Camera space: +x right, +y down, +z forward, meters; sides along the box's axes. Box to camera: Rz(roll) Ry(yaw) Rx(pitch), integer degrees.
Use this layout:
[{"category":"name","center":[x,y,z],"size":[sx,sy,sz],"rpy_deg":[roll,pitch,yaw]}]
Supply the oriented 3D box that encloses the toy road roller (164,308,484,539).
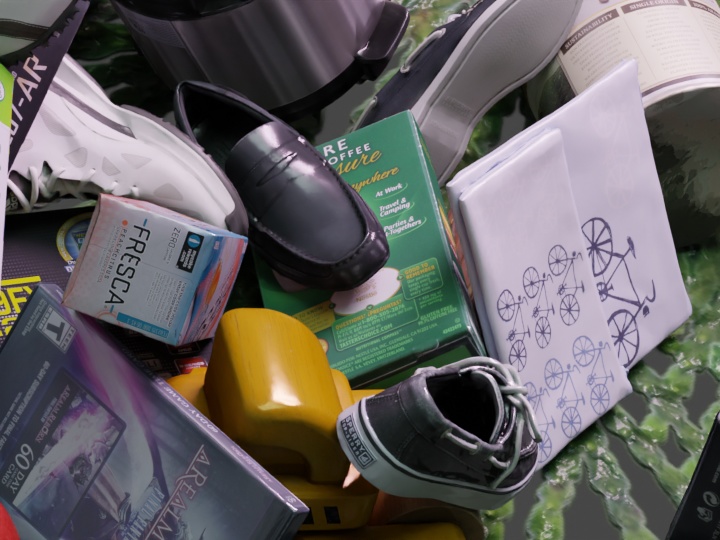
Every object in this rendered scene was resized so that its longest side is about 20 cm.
[{"category":"toy road roller","center":[-0.026,0.099,1.486],"size":[0.200,0.146,0.123],"rpy_deg":[0,44,-18]}]

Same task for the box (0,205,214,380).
[{"category":"box","center":[-0.193,0.036,1.577],"size":[0.200,0.044,0.160],"rpy_deg":[-6,46,-24]}]

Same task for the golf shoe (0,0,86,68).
[{"category":"golf shoe","center":[-0.238,-0.152,1.504],"size":[0.200,0.094,0.078],"rpy_deg":[-25,52,16]}]

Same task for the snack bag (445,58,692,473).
[{"category":"snack bag","center":[0.134,-0.006,1.637],"size":[0.021,0.189,0.200],"rpy_deg":[3,27,41]}]

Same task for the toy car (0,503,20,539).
[{"category":"toy car","center":[-0.254,0.117,1.340],"size":[0.177,0.200,0.184],"rpy_deg":[-10,48,-16]}]

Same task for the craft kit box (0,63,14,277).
[{"category":"craft kit box","center":[-0.283,-0.010,1.468],"size":[0.200,0.049,0.198],"rpy_deg":[-21,45,22]}]

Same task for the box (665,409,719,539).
[{"category":"box","center":[0.316,0.119,1.598],"size":[0.200,0.118,0.197],"rpy_deg":[29,42,15]}]

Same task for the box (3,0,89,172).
[{"category":"box","center":[-0.273,-0.109,1.591],"size":[0.200,0.044,0.160],"rpy_deg":[11,70,37]}]

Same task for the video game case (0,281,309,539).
[{"category":"video game case","center":[-0.134,0.121,1.436],"size":[0.200,0.143,0.019],"rpy_deg":[40,19,25]}]

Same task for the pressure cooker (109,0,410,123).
[{"category":"pressure cooker","center":[-0.075,-0.191,1.757],"size":[0.178,0.200,0.176],"rpy_deg":[-26,56,4]}]

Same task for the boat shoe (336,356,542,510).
[{"category":"boat shoe","center":[0.060,0.081,1.475],"size":[0.199,0.068,0.074],"rpy_deg":[16,42,-59]}]

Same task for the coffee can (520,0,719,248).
[{"category":"coffee can","center":[0.180,-0.133,1.807],"size":[0.146,0.147,0.200],"rpy_deg":[-2,45,-20]}]

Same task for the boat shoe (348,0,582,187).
[{"category":"boat shoe","center":[0.063,-0.132,1.750],"size":[0.076,0.200,0.060],"rpy_deg":[40,4,-46]}]

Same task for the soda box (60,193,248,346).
[{"category":"soda box","center":[-0.109,0.000,1.480],"size":[0.068,0.064,0.200],"rpy_deg":[19,2,3]}]

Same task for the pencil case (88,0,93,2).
[{"category":"pencil case","center":[-0.200,-0.220,1.824],"size":[0.092,0.085,0.200],"rpy_deg":[7,34,30]}]

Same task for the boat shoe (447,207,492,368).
[{"category":"boat shoe","center":[0.070,0.008,1.687],"size":[0.067,0.072,0.200],"rpy_deg":[-4,42,28]}]

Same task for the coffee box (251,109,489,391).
[{"category":"coffee box","center":[0.000,0.000,1.639],"size":[0.123,0.044,0.200],"rpy_deg":[-23,45,7]}]

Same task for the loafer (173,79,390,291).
[{"category":"loafer","center":[-0.055,-0.053,1.631],"size":[0.068,0.070,0.201],"rpy_deg":[-40,45,-9]}]

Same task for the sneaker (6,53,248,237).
[{"category":"sneaker","center":[-0.171,-0.049,1.610],"size":[0.200,0.076,0.115],"rpy_deg":[36,65,11]}]
